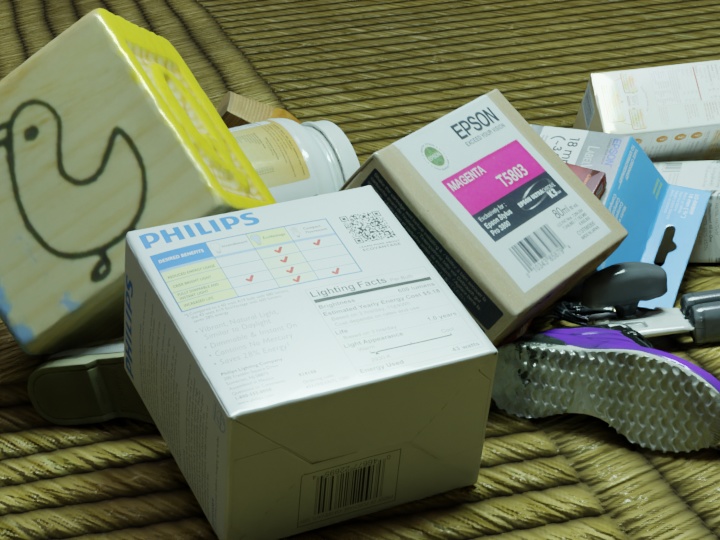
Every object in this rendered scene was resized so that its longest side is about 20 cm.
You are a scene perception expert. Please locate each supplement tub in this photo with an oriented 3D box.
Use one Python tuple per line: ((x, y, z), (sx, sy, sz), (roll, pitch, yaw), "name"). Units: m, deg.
((-0.108, -0.059, 1.726), (0.198, 0.146, 0.144), (-14, 21, -27), "supplement tub")

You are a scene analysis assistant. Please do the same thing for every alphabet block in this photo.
((-0.208, -0.065, 1.520), (0.199, 0.196, 0.196), (-36, -6, 9), "alphabet block")

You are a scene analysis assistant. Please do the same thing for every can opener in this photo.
((0.277, 0.021, 1.523), (0.198, 0.067, 0.053), (-8, 20, -4), "can opener")

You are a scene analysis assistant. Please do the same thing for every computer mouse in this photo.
((0.130, 0.032, 1.579), (0.198, 0.034, 0.059), (-3, 18, 4), "computer mouse")

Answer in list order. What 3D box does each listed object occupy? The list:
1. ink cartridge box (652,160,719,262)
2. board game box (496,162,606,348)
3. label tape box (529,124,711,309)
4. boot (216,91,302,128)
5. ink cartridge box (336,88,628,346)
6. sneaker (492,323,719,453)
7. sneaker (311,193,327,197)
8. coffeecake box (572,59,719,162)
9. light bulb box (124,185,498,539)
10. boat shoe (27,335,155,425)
((0.333, -0.055, 1.731), (0.198, 0.067, 0.116), (0, 19, 15), "ink cartridge box")
((0.120, -0.018, 1.579), (0.102, 0.020, 0.201), (16, 56, 25), "board game box")
((0.189, -0.051, 1.645), (0.198, 0.064, 0.145), (8, 53, 23), "label tape box")
((-0.090, -0.074, 1.871), (0.143, 0.203, 0.071), (25, -32, -19), "boot")
((0.093, -0.037, 1.461), (0.075, 0.165, 0.200), (-47, -9, 38), "ink cartridge box")
((0.196, 0.074, 1.386), (0.199, 0.070, 0.099), (12, 22, 38), "sneaker")
((-0.035, -0.014, 1.592), (0.199, 0.078, 0.082), (-24, 55, -7), "sneaker")
((0.313, -0.135, 1.840), (0.198, 0.074, 0.154), (-6, -24, -6), "coffeecake box")
((-0.041, 0.061, 1.300), (0.197, 0.126, 0.200), (-12, 41, -23), "light bulb box")
((-0.154, 0.078, 1.446), (0.198, 0.075, 0.068), (2, 26, 22), "boat shoe")
